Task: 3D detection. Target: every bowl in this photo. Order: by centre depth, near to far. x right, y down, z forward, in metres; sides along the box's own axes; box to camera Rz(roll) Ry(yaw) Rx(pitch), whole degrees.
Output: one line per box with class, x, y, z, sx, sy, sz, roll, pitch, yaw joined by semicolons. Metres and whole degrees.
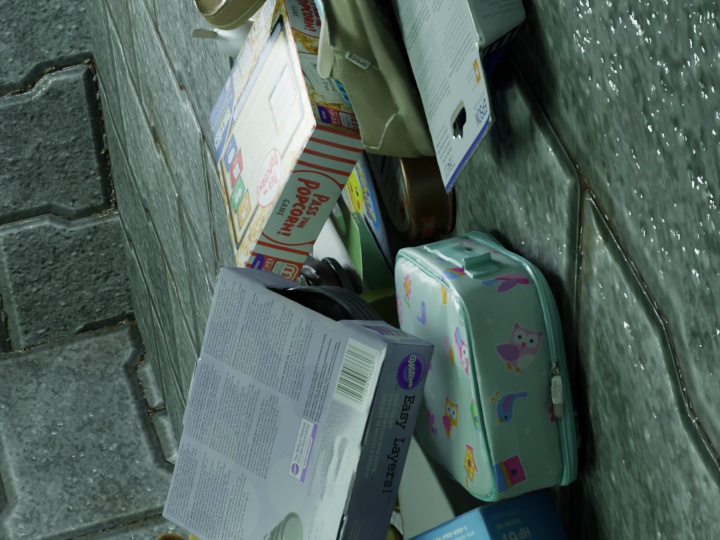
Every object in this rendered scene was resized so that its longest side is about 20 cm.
bowl;0.089;0.212;1.696;0.200;0.075;0.200;-120;18;-55

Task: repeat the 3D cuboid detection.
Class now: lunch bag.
lunch bag;0.083;0.057;1.516;0.200;0.077;0.161;-144;46;-71

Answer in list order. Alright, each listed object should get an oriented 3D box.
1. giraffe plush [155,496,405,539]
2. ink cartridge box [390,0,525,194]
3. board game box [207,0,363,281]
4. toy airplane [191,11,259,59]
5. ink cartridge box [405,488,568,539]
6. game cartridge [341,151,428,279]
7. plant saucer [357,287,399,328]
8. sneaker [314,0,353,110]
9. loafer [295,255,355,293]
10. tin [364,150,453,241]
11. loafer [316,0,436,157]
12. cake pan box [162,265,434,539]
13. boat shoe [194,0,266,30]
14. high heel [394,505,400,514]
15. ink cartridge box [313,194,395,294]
giraffe plush;-0.071;0.202;1.824;0.162;0.172;0.200;6;69;55
ink cartridge box;0.059;-0.167;1.443;0.200;0.041;0.200;121;134;-77
board game box;-0.059;-0.108;1.723;0.200;0.046;0.152;-103;34;-47
toy airplane;-0.094;-0.263;1.842;0.199;0.141;0.200;110;144;-71
ink cartridge box;0.088;0.266;1.516;0.144;0.085;0.200;-30;78;36
game cartridge;0.012;-0.072;1.835;0.133;0.040;0.200;124;131;-71
plant saucer;-0.009;0.084;1.689;0.031;0.200;0.200;49;155;35
sneaker;0.003;-0.195;1.647;0.081;0.076;0.200;28;-136;-77
loafer;-0.050;0.026;1.770;0.200;0.063;0.072;-156;52;-74
tin;0.023;-0.116;1.715;0.112;0.042;0.200;91;162;-67
loafer;-0.003;-0.163;1.563;0.200;0.067;0.076;67;-156;-6
cake pan box;-0.046;0.108;1.545;0.184;0.052;0.200;21;102;44
boat shoe;-0.084;-0.276;1.717;0.071;0.064;0.200;42;115;36
high heel;-0.009;0.151;1.933;0.200;0.142;0.072;130;163;-81
ink cartridge box;0.000;0.000;1.775;0.146;0.048;0.200;-117;20;-47
